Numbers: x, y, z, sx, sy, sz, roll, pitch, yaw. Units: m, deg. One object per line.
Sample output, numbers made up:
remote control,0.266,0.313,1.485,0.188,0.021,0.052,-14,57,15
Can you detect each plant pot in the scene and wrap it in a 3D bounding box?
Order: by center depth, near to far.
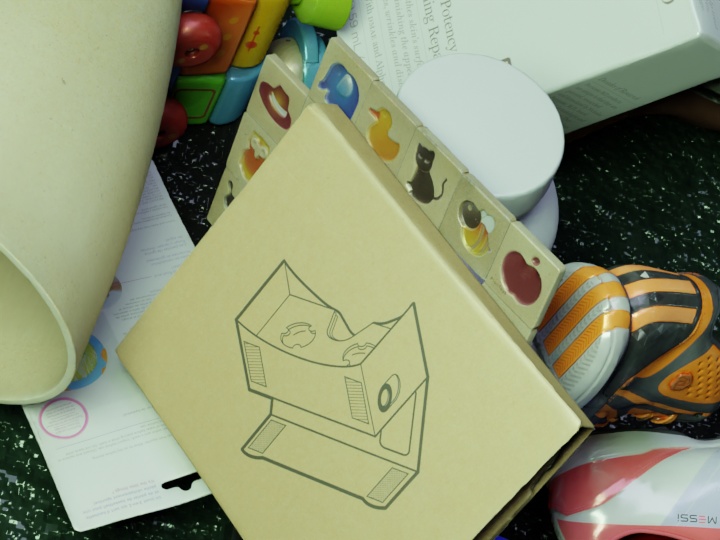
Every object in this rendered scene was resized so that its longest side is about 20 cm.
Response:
plant pot,-0.169,-0.075,1.080,0.187,0.188,0.201,27,60,2

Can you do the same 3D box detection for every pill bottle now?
pill bottle,0.030,-0.013,1.129,0.111,0.200,0.113,8,56,-12

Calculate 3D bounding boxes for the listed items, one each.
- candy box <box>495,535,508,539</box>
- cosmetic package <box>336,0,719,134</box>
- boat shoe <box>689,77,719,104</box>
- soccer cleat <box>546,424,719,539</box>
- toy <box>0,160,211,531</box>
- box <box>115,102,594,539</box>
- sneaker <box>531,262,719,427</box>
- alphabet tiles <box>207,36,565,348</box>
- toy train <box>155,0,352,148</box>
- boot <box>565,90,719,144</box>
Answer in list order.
candy box,0.046,0.208,1.066,0.199,0.077,0.170,23,55,-2
cosmetic package,0.091,-0.125,1.215,0.074,0.199,0.102,16,58,-56
boat shoe,0.141,-0.143,1.267,0.199,0.071,0.064,25,77,26
soccer cleat,0.190,0.117,1.179,0.199,0.068,0.074,-1,66,-14
toy,-0.121,0.040,1.144,0.115,0.047,0.201,-15,58,-20
box,-0.009,0.051,1.028,0.021,0.164,0.200,6,40,-53
sneaker,0.105,0.067,1.113,0.112,0.200,0.078,1,60,-34
alphabet tiles,0.000,0.000,1.062,0.008,0.168,0.200,-12,48,-40
toy train,-0.054,-0.146,1.194,0.115,0.200,0.085,-1,58,-23
boot,0.152,-0.091,1.298,0.199,0.069,0.189,-16,64,-24
